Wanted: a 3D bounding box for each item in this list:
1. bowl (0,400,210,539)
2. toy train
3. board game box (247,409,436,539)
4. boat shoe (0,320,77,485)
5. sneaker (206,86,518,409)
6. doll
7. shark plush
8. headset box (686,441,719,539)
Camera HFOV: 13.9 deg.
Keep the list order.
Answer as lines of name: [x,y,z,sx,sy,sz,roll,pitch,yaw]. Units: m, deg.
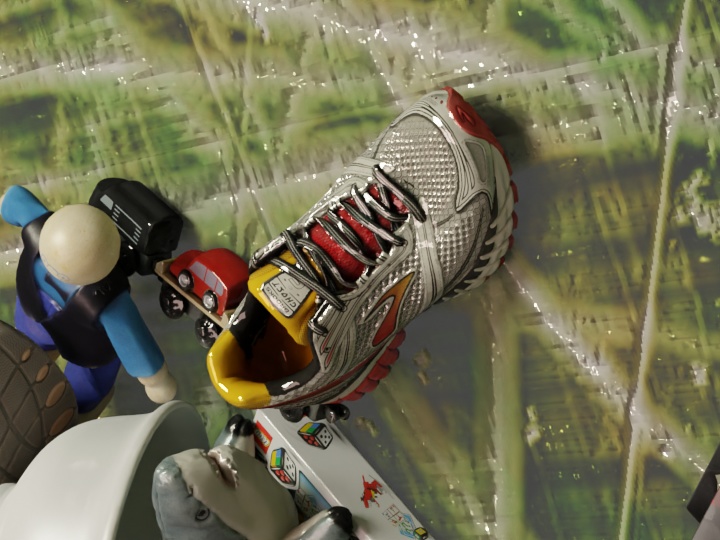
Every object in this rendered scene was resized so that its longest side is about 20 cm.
bowl: [-0.142,0.159,1.475,0.090,0.201,0.201,7,119,12]
toy train: [-0.070,0.011,1.460,0.200,0.034,0.046,39,125,34]
board game box: [0.004,0.170,1.445,0.200,0.035,0.126,48,140,25]
boat shoe: [-0.190,0.092,1.540,0.073,0.074,0.200,31,151,32]
sneaker: [0.000,0.000,1.310,0.078,0.082,0.200,51,130,21]
doll: [-0.143,0.019,1.500,0.136,0.048,0.200,48,158,13]
shark plush: [-0.080,0.155,1.444,0.091,0.083,0.200,49,140,24]
headset box: [0.205,0.143,1.140,0.200,0.077,0.149,47,140,24]
